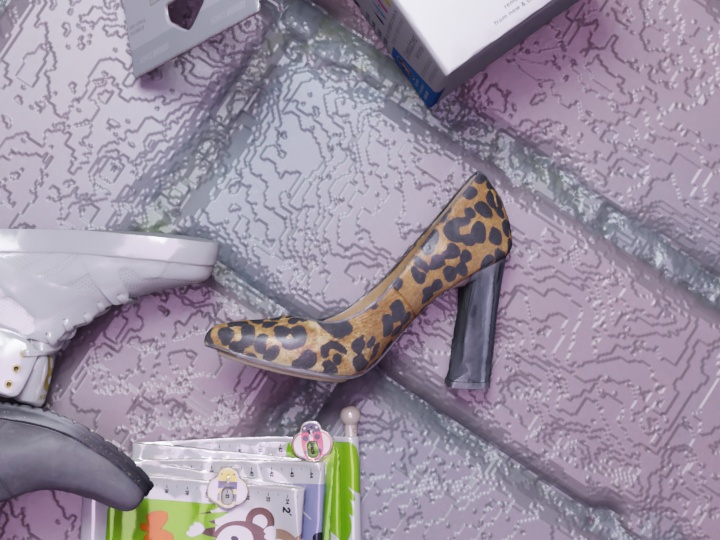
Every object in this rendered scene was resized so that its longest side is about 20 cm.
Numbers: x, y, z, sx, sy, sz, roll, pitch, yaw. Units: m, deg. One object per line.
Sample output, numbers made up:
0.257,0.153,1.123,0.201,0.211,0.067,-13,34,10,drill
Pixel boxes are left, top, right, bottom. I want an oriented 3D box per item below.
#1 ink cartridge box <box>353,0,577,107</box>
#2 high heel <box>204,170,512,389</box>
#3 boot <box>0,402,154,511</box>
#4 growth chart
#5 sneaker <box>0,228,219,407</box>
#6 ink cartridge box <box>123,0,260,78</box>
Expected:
0.048,-0.233,1.191,0.144,0.147,0.200,-35,89,-3,ink cartridge box
0.000,0.000,1.211,0.199,0.071,0.143,4,94,-19,high heel
-0.239,0.142,1.161,0.200,0.070,0.132,25,70,-12,boot
-0.091,0.172,1.232,0.199,0.018,0.145,-7,87,-1,growth chart
-0.189,0.030,1.211,0.199,0.074,0.116,-1,89,7,sneaker
-0.100,-0.225,1.161,0.043,0.200,0.174,-9,88,-29,ink cartridge box
